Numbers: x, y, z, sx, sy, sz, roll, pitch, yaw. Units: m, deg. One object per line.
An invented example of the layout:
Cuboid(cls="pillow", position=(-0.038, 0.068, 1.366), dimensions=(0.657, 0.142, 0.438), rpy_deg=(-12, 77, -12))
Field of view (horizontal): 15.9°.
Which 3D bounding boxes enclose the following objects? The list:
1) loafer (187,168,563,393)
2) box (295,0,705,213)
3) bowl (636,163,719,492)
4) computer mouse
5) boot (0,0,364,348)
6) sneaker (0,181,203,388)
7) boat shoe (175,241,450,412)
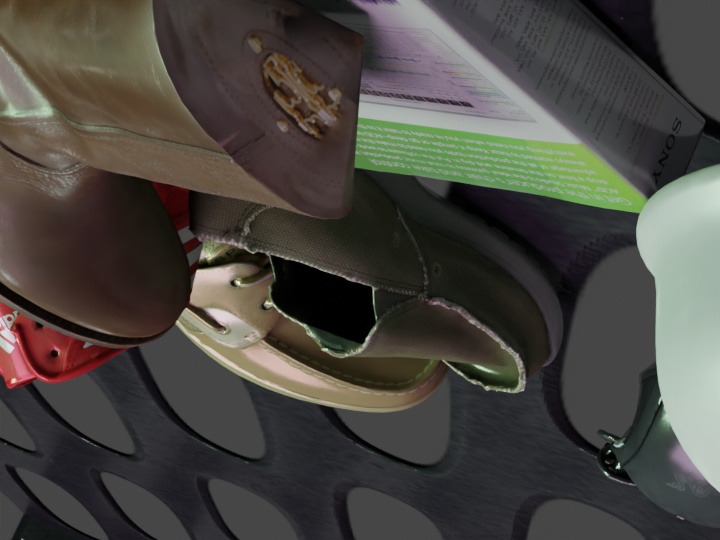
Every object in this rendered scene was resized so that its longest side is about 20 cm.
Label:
Cuboid(cls="loafer", position=(0.000, 0.000, 0.921), dimensions=(0.075, 0.070, 0.200), rpy_deg=(12, 162, 44))
Cuboid(cls="box", position=(-0.015, -0.082, 0.709), dimensions=(0.144, 0.036, 0.200), rpy_deg=(12, 160, 46))
Cuboid(cls="bowl", position=(0.164, 0.047, 0.694), dimensions=(0.201, 0.091, 0.201), rpy_deg=(14, 164, 4))
Cuboid(cls="computer mouse", position=(0.163, 0.098, 1.058), dimensions=(0.140, 0.046, 0.200), rpy_deg=(25, 167, 4))
Cuboid(cls="boot", position=(-0.055, -0.029, 0.752), dimensions=(0.200, 0.064, 0.186), rpy_deg=(7, 150, 46))
Cuboid(cls="sneaker", position=(-0.134, -0.019, 0.860), dimensions=(0.200, 0.116, 0.078), rpy_deg=(4, 179, -28))
Cuboid(cls="boat shoe", position=(-0.049, -0.007, 0.984), dimensions=(0.200, 0.071, 0.065), rpy_deg=(29, 167, -10))
